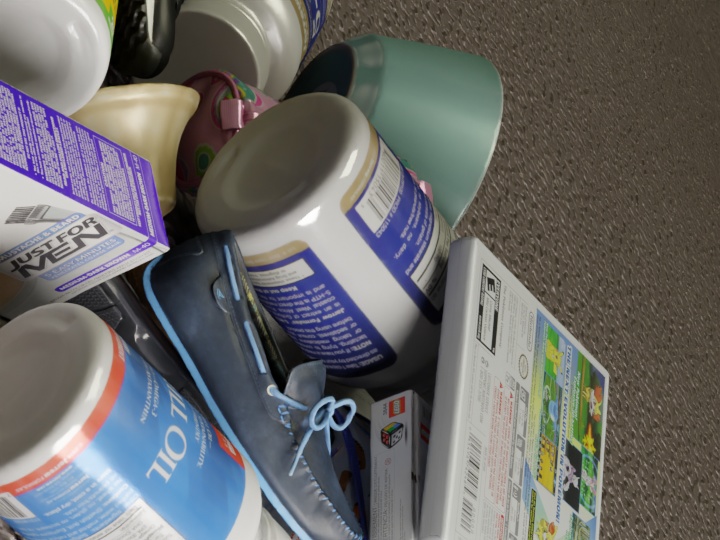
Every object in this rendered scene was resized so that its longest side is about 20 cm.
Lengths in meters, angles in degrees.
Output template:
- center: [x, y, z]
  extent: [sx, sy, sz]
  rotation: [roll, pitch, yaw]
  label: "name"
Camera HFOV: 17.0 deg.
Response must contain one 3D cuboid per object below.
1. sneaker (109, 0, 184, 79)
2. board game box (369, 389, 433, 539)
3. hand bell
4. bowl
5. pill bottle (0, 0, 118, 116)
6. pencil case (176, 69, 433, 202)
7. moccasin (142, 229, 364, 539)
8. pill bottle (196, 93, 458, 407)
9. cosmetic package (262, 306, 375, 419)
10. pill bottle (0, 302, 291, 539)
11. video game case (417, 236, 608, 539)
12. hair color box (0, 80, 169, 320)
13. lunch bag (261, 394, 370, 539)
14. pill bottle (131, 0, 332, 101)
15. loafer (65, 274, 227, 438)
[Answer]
- center: [-0.125, -0.199, 1.560]
  extent: [0.089, 0.070, 0.201]
  rotation: [12, 43, -28]
  label: "sneaker"
- center: [0.070, 0.176, 1.447]
  extent: [0.200, 0.034, 0.127]
  rotation: [45, 35, -42]
  label: "board game box"
- center: [-0.135, -0.003, 1.466]
  extent: [0.104, 0.103, 0.202]
  rotation: [12, 67, -64]
  label: "hand bell"
- center: [0.003, -0.091, 1.755]
  extent: [0.105, 0.201, 0.202]
  rotation: [29, 36, -26]
  label: "bowl"
- center: [-0.198, -0.188, 1.459]
  extent: [0.111, 0.110, 0.201]
  rotation: [50, 25, -32]
  label: "pill bottle"
- center: [-0.042, -0.065, 1.590]
  extent: [0.199, 0.087, 0.088]
  rotation: [22, 44, -44]
  label: "pencil case"
- center: [-0.049, 0.069, 1.364]
  extent: [0.201, 0.068, 0.080]
  rotation: [58, 2, -4]
  label: "moccasin"
- center: [0.000, 0.000, 1.481]
  extent: [0.200, 0.119, 0.120]
  rotation: [51, 24, -34]
  label: "pill bottle"
- center: [-0.013, 0.052, 1.588]
  extent: [0.199, 0.083, 0.051]
  rotation: [35, -13, -26]
  label: "cosmetic package"
- center: [-0.122, 0.117, 1.287]
  extent: [0.200, 0.112, 0.113]
  rotation: [47, 26, -38]
  label: "pill bottle"
- center: [0.096, 0.110, 1.449]
  extent: [0.182, 0.022, 0.201]
  rotation: [43, 44, -45]
  label: "video game case"
- center: [-0.202, -0.041, 1.281]
  extent: [0.200, 0.109, 0.065]
  rotation: [30, 40, -55]
  label: "hair color box"
- center: [0.003, 0.187, 1.492]
  extent: [0.170, 0.123, 0.202]
  rotation: [35, 42, -49]
  label: "lunch bag"
- center: [-0.092, -0.172, 1.681]
  extent: [0.120, 0.119, 0.200]
  rotation: [57, 22, -17]
  label: "pill bottle"
- center: [-0.119, 0.072, 1.410]
  extent: [0.201, 0.072, 0.063]
  rotation: [59, 18, -5]
  label: "loafer"
